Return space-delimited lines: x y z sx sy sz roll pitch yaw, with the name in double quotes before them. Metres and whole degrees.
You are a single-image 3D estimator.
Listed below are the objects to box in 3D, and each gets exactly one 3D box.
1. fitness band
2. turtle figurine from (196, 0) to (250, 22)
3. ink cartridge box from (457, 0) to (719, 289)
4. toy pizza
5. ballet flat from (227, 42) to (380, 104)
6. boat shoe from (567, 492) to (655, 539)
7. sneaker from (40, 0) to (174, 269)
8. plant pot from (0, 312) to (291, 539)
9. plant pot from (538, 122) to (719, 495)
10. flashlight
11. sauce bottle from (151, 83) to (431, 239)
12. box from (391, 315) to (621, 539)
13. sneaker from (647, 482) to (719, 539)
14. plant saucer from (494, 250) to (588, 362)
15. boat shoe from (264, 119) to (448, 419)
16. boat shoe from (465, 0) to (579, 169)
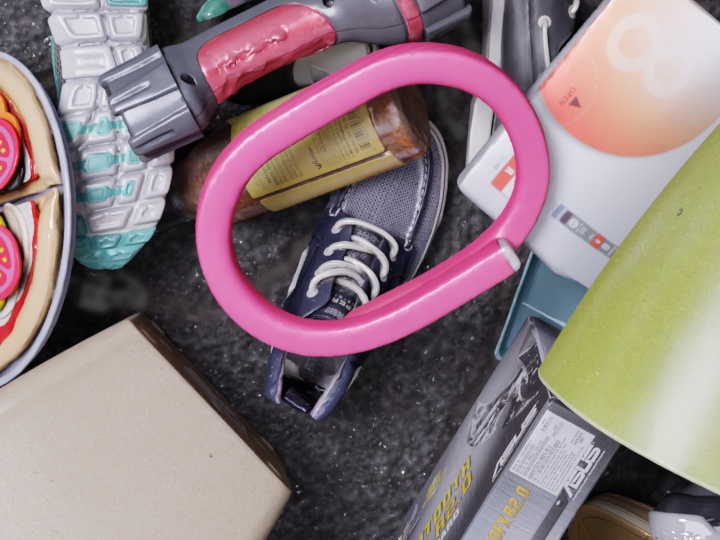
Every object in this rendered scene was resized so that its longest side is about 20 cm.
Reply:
"fitness band" 0.007 -0.036 0.689 0.200 0.037 0.144 -30 109 7
"turtle figurine" -0.103 -0.249 0.729 0.101 0.150 0.200 -29 102 -11
"ink cartridge box" 0.179 -0.047 0.710 0.200 0.050 0.162 41 110 4
"toy pizza" -0.232 -0.030 0.748 0.200 0.032 0.201 0 89 45
"ballet flat" 0.000 -0.162 0.758 0.200 0.068 0.068 -47 68 8
"boat shoe" 0.228 0.198 0.805 0.200 0.069 0.074 31 131 18
"sneaker" -0.150 -0.101 0.765 0.077 0.091 0.201 0 90 -7
"plant pot" -0.152 0.134 0.759 0.177 0.200 0.200 -43 94 -5
"plant pot" 0.214 0.000 0.636 0.187 0.187 0.200 22 99 -1
"flashlight" -0.040 -0.122 0.693 0.200 0.068 0.068 -28 88 -3
"sauce bottle" -0.058 -0.067 0.766 0.200 0.066 0.066 -17 97 19
"box" 0.074 0.139 0.749 0.048 0.158 0.200 29 104 -4
"sneaker" 0.252 0.098 0.773 0.200 0.075 0.114 -10 89 -24
"plant saucer" 0.149 -0.028 0.803 0.070 0.019 0.200 19 98 0
"boat shoe" 0.000 0.000 0.774 0.075 0.093 0.200 20 98 -1
"boat shoe" 0.101 -0.141 0.761 0.060 0.074 0.201 6 101 1
